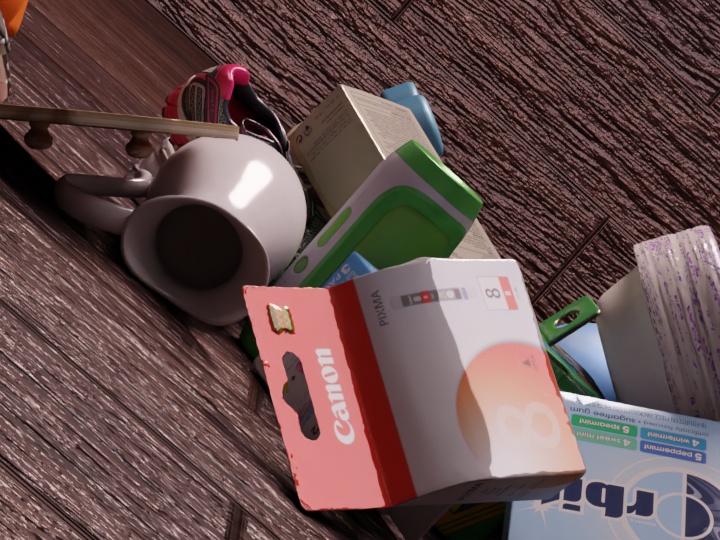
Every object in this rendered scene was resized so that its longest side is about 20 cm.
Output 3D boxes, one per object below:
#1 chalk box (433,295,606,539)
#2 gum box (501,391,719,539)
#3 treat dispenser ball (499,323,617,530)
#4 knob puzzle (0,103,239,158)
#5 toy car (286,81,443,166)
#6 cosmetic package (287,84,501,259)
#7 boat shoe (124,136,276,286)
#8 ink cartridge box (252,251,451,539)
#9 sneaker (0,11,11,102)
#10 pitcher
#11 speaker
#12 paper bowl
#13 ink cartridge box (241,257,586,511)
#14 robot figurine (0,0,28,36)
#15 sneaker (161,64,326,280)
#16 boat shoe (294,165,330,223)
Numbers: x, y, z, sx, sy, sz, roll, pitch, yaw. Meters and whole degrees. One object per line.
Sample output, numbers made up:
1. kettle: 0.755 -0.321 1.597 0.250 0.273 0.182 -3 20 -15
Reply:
1. chalk box: 0.098 0.089 1.635 0.124 0.200 0.125 41 5 -9
2. gum box: 0.183 0.176 1.489 0.169 0.045 0.201 11 41 0
3. treat dispenser ball: 0.187 0.144 1.819 0.201 0.201 0.201 41 6 -5
4. knob puzzle: -0.186 -0.098 1.563 0.218 0.031 0.220 5 2 0
5. toy car: 0.001 -0.047 2.032 0.177 0.183 0.201 -113 -178 -77
6. cosmetic package: 0.033 -0.047 1.757 0.103 0.073 0.201 15 39 -50
7. boat shoe: -0.111 -0.045 1.806 0.202 0.086 0.075 45 7 35
8. ink cartridge box: 0.014 0.086 1.517 0.068 0.115 0.200 38 7 -35
9. sneaker: -0.294 -0.162 1.523 0.200 0.090 0.079 123 -47 -76
10. pitcher: -0.130 -0.044 1.614 0.171 0.122 0.200 27 17 1
11. speaker: 0.000 0.000 1.638 0.088 0.200 0.088 41 6 -5
12. paper bowl: 0.244 0.074 1.657 0.201 0.104 0.202 -17 90 -83
13. ink cartridge box: 0.036 0.069 1.395 0.199 0.050 0.163 2 60 -36
14. robot figurine: -0.333 -0.246 1.686 0.144 0.116 0.200 57 11 26
15. sneaker: -0.077 -0.071 1.736 0.200 0.075 0.081 53 40 -9
16. boat shoe: -0.094 -0.070 1.881 0.200 0.066 0.072 13 -21 37
